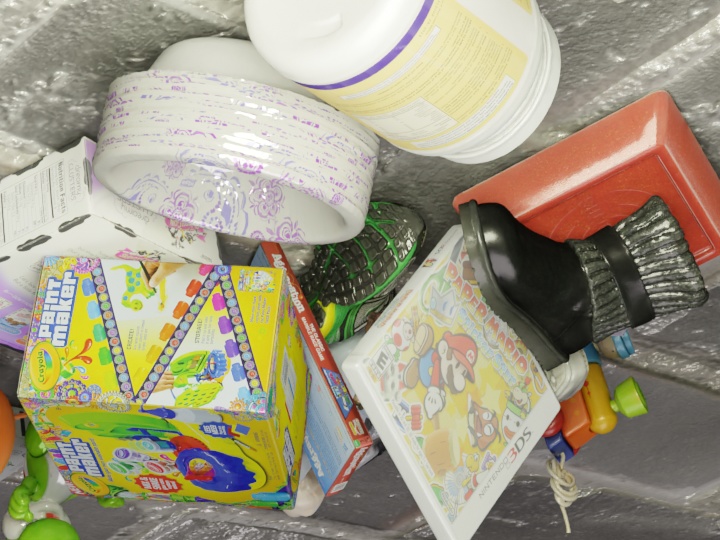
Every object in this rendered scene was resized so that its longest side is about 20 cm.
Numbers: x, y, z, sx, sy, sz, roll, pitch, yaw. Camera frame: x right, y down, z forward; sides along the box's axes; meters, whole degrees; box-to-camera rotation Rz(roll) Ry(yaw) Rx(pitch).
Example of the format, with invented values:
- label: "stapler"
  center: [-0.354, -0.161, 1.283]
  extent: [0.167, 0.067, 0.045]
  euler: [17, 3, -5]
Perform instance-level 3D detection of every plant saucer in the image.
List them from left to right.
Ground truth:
- label: "plant saucer"
  center: [0.206, -0.036, 1.707]
  extent: [0.199, 0.037, 0.200]
  euler: [-27, 136, 14]

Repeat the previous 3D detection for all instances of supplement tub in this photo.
- label: "supplement tub"
  center: [0.033, -0.163, 1.362]
  extent: [0.145, 0.147, 0.199]
  euler: [-25, 149, 27]

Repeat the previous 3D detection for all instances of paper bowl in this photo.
- label: "paper bowl"
  center: [-0.085, -0.096, 1.451]
  extent: [0.198, 0.105, 0.201]
  euler: [12, 168, 3]

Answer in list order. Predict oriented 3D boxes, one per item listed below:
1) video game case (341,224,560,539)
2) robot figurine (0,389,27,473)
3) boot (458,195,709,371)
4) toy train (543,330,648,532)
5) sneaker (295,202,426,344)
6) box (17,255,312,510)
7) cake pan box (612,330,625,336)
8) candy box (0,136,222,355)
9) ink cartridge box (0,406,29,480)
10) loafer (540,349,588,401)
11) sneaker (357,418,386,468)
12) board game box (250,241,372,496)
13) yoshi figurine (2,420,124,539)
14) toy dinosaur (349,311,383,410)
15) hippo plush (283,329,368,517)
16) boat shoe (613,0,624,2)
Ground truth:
- label: "video game case"
  center: [0.079, 0.096, 1.677]
  extent: [0.023, 0.182, 0.201]
  euler: [-3, 126, 43]
- label: "robot figurine"
  center: [-0.388, 0.136, 1.794]
  extent: [0.116, 0.145, 0.199]
  euler: [-26, 145, 35]
- label: "boot"
  center: [0.179, -0.014, 1.638]
  extent: [0.157, 0.080, 0.211]
  euler: [-25, 141, 15]
- label: "toy train"
  center: [0.225, 0.142, 1.956]
  extent: [0.115, 0.202, 0.085]
  euler: [-22, 151, 12]
- label: "sneaker"
  center: [0.000, 0.000, 1.758]
  extent: [0.085, 0.079, 0.200]
  euler: [-11, 159, -37]
- label: "box"
  center: [-0.147, 0.091, 1.606]
  extent: [0.190, 0.123, 0.200]
  euler: [3, 153, 8]
- label: "cake pan box"
  center: [0.169, 0.004, 1.834]
  extent: [0.198, 0.053, 0.185]
  euler: [-4, 150, -13]
- label: "candy box"
  center: [-0.238, -0.012, 1.636]
  extent: [0.199, 0.072, 0.167]
  euler: [-24, 150, 26]
- label: "ink cartridge box"
  center: [-0.398, 0.153, 1.933]
  extent: [0.099, 0.040, 0.199]
  euler: [-31, 148, 34]
- label: "loafer"
  center: [0.172, 0.085, 1.840]
  extent: [0.069, 0.071, 0.200]
  euler: [-14, 178, -12]
- label: "sneaker"
  center: [0.045, 0.151, 2.039]
  extent: [0.113, 0.076, 0.200]
  euler: [7, 145, -26]
- label: "board game box"
  center: [-0.050, 0.083, 1.745]
  extent: [0.019, 0.201, 0.103]
  euler: [-15, 157, -26]
- label: "yoshi figurine"
  center: [-0.277, 0.205, 1.883]
  extent: [0.111, 0.202, 0.112]
  euler: [15, 179, 6]
- label: "toy dinosaur"
  center: [0.047, 0.073, 1.759]
  extent: [0.085, 0.137, 0.200]
  euler: [-21, 138, 25]
- label: "hippo plush"
  center: [-0.016, 0.133, 1.894]
  extent: [0.160, 0.161, 0.200]
  euler: [-21, 150, 22]
- label: "boat shoe"
  center: [0.169, -0.246, 1.345]
  extent: [0.072, 0.073, 0.200]
  euler: [-23, 160, 15]
